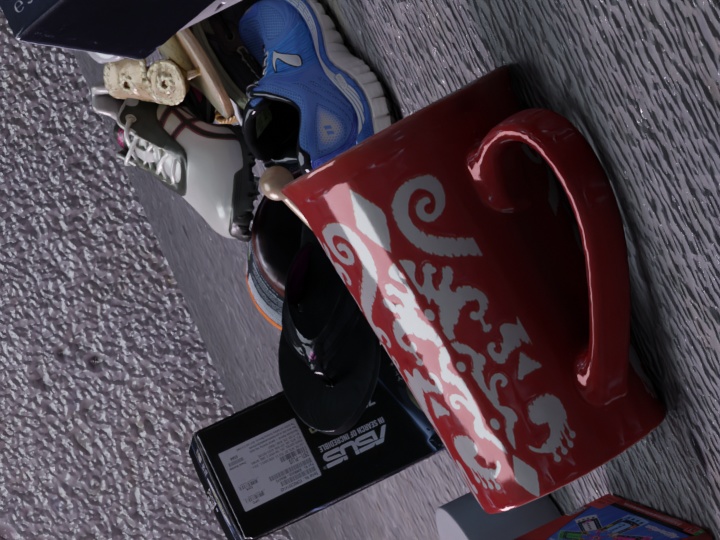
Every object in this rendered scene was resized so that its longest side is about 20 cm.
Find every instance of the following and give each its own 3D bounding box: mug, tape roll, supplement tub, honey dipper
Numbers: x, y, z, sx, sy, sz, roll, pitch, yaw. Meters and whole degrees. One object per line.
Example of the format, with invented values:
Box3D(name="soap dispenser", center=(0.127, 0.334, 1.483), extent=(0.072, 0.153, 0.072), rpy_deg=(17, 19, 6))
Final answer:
Box3D(name="mug", center=(0.066, 0.013, 1.303), extent=(0.200, 0.133, 0.178), rpy_deg=(62, 173, -2))
Box3D(name="tape roll", center=(0.125, 0.242, 1.788), extent=(0.200, 0.066, 0.201), rpy_deg=(155, 90, -82))
Box3D(name="supplement tub", center=(-0.031, -0.008, 1.898), extent=(0.107, 0.107, 0.200), rpy_deg=(64, 172, 7))
Box3D(name="honey dipper", center=(0.000, 0.000, 1.711), extent=(0.200, 0.038, 0.038), rpy_deg=(43, -177, -29))

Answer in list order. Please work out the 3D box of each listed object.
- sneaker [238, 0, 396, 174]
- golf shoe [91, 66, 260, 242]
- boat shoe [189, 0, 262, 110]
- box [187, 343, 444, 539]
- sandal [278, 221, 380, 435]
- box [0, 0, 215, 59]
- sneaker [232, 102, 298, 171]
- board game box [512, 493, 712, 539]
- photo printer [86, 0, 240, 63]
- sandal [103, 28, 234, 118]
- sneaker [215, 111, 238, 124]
Box3D(name="sneaker", center=(-0.047, -0.125, 1.719), extent=(0.200, 0.089, 0.079), rpy_deg=(53, 164, 54))
Box3D(name="golf shoe", center=(-0.129, -0.080, 1.837), extent=(0.200, 0.088, 0.077), rpy_deg=(-123, 34, -51))
Box3D(name="boat shoe", center=(-0.083, -0.184, 1.838), extent=(0.200, 0.073, 0.065), rpy_deg=(52, 134, 12))
Box3D(name="box", center=(-0.017, 0.120, 1.849), extent=(0.086, 0.200, 0.164), rpy_deg=(64, 171, 5))
Box3D(name="sandal", center=(-0.026, 0.011, 1.754), extent=(0.048, 0.075, 0.201), rpy_deg=(25, -115, -58))
Box3D(name="box", center=(-0.127, -0.253, 1.384), extent=(0.123, 0.200, 0.199), rpy_deg=(3, -125, -58))
Box3D(name="sneaker", center=(-0.090, -0.161, 1.949), extent=(0.087, 0.074, 0.200), rpy_deg=(-139, 26, -81))
Box3D(name="board game box", center=(0.124, 0.164, 1.446), extent=(0.019, 0.103, 0.200), rpy_deg=(65, 171, -5))
Box3D(name="photo printer", center=(-0.125, -0.231, 1.574), extent=(0.167, 0.200, 0.069), rpy_deg=(54, 137, 3))
Box3D(name="sandal", center=(-0.151, -0.147, 1.827), extent=(0.078, 0.070, 0.212), rpy_deg=(65, 175, -33))
Box3D(name="sneaker", center=(-0.128, -0.200, 2.047), extent=(0.090, 0.075, 0.200), rpy_deg=(54, 166, 30))
